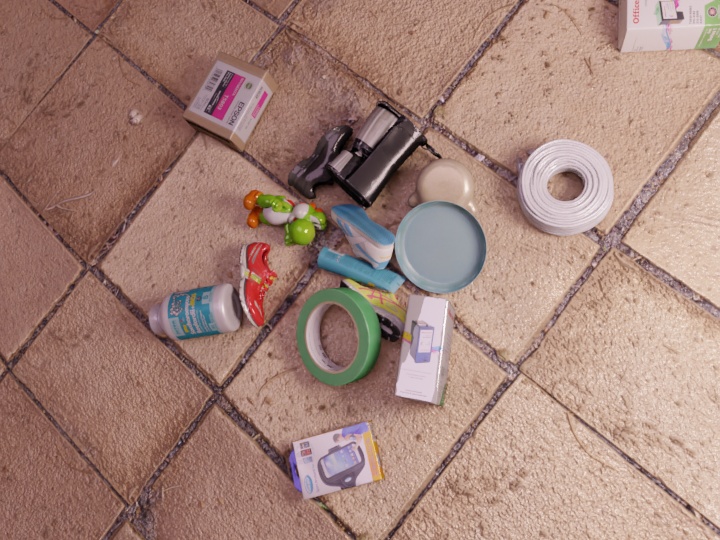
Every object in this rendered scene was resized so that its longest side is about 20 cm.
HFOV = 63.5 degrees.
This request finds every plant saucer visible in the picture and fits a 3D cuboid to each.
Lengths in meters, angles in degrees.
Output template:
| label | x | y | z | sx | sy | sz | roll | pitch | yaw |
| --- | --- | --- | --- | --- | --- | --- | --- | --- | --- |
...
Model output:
| label | x | y | z | sx | sy | sz | roll | pitch | yaw |
| --- | --- | --- | --- | --- | --- | --- | --- | --- | --- |
| plant saucer | 0.171 | -0.051 | 1.237 | 0.196 | 0.027 | 0.204 | 6 | 110 | 16 |

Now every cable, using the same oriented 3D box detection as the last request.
| label | x | y | z | sx | sy | sz | roll | pitch | yaw |
| --- | --- | --- | --- | --- | --- | --- | --- | --- | --- |
| cable | 0.430 | -0.177 | 1.223 | 0.196 | 0.069 | 0.204 | -3 | 76 | 13 |

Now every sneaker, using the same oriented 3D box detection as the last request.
| label | x | y | z | sx | sy | sz | roll | pitch | yaw |
| --- | --- | --- | --- | --- | --- | --- | --- | --- | --- |
| sneaker | -0.232 | 0.028 | 1.338 | 0.083 | 0.077 | 0.204 | -8 | 75 | 6 |
| sneaker | -0.005 | -0.081 | 1.303 | 0.075 | 0.082 | 0.200 | -17 | 45 | -33 |
| sneaker | -0.080 | -0.254 | 1.377 | 0.091 | 0.076 | 0.200 | 43 | 96 | 10 |
| sneaker | 0.036 | 0.075 | 1.266 | 0.090 | 0.079 | 0.199 | -31 | 53 | -34 |

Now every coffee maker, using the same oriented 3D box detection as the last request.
| label | x | y | z | sx | sy | sz | roll | pitch | yaw |
| --- | --- | --- | --- | --- | --- | --- | --- | --- | --- |
| coffee maker | 0.048 | -0.242 | 1.301 | 0.191 | 0.135 | 0.201 | 38 | 88 | 18 |

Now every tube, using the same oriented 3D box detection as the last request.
| label | x | y | z | sx | sy | sz | roll | pitch | yaw |
| --- | --- | --- | --- | --- | --- | --- | --- | --- | --- |
| tube | 0.000 | 0.000 | 1.294 | 0.197 | 0.051 | 0.078 | 19 | 37 | 19 |

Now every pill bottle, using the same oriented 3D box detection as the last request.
| label | x | y | z | sx | sy | sz | roll | pitch | yaw |
| --- | --- | --- | --- | --- | --- | --- | --- | --- | --- |
| pill bottle | -0.381 | 0.099 | 1.336 | 0.196 | 0.111 | 0.113 | -10 | 74 | 11 |

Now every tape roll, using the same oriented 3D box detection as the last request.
| label | x | y | z | sx | sy | sz | roll | pitch | yaw |
| --- | --- | --- | --- | --- | --- | --- | --- | --- | --- |
| tape roll | -0.049 | 0.139 | 1.234 | 0.197 | 0.048 | 0.205 | 1 | 92 | 37 |

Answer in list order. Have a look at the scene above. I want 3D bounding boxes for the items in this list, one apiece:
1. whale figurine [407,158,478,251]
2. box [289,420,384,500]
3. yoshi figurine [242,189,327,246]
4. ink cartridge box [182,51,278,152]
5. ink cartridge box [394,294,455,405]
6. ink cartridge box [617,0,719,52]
| label | x | y | z | sx | sy | sz | roll | pitch | yaw |
| --- | --- | --- | --- | --- | --- | --- | --- | --- | --- |
| whale figurine | 0.182 | -0.142 | 1.276 | 0.156 | 0.104 | 0.204 | 8 | 103 | 14 |
| box | -0.058 | 0.400 | 1.220 | 0.196 | 0.042 | 0.121 | -17 | 73 | 7 |
| yoshi figurine | -0.178 | -0.115 | 1.348 | 0.196 | 0.112 | 0.114 | 13 | 96 | 14 |
| ink cartridge box | -0.329 | -0.429 | 1.472 | 0.163 | 0.075 | 0.203 | 25 | 83 | 19 |
| ink cartridge box | 0.134 | 0.162 | 1.174 | 0.086 | 0.145 | 0.204 | 8 | 79 | 16 |
| ink cartridge box | 0.667 | -0.561 | 1.250 | 0.196 | 0.084 | 0.148 | 3 | 77 | 15 |
